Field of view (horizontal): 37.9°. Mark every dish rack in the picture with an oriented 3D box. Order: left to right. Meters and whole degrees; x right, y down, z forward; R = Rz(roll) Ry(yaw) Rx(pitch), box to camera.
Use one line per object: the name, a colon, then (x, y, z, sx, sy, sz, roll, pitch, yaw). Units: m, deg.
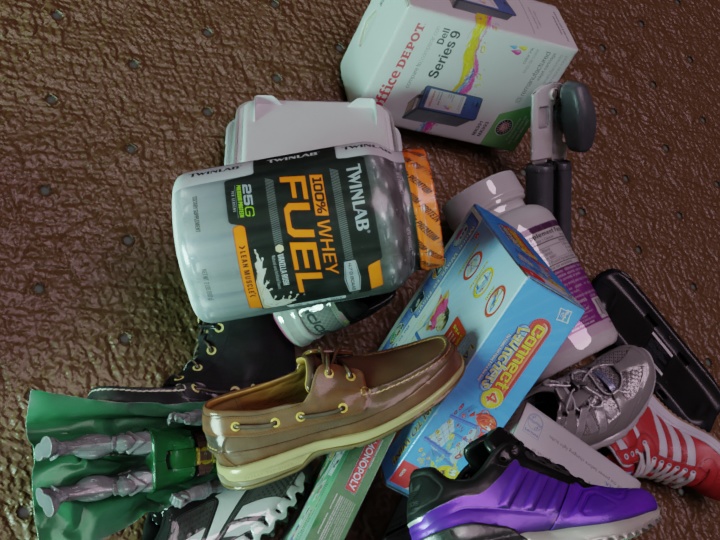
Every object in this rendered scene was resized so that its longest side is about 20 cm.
dish rack: (-0.040, -0.104, 0.961, 0.171, 0.044, 0.200, 1, 41, -6)

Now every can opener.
can opener: (0.207, -0.096, 1.088, 0.053, 0.067, 0.201, -13, 108, -32)

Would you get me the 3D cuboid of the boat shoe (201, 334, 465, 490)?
boat shoe: (-0.021, 0.091, 0.764, 0.200, 0.072, 0.068, -23, 108, -3)

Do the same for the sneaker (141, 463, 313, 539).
sneaker: (-0.122, 0.196, 0.838, 0.200, 0.066, 0.091, -41, 92, -33)

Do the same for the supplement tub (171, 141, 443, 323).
supplement tub: (-0.040, -0.033, 0.828, 0.199, 0.123, 0.123, -11, 70, 0)

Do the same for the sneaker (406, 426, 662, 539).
sneaker: (0.122, 0.157, 0.745, 0.200, 0.070, 0.100, -3, 64, -25)

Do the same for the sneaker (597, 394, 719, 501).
sneaker: (0.294, 0.194, 1.055, 0.200, 0.071, 0.113, 38, 52, 2)

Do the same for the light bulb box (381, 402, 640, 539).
light bulb box: (0.098, 0.244, 0.852, 0.125, 0.198, 0.200, 35, 57, -7)

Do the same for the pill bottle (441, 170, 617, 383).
pill bottle: (0.163, 0.006, 1.047, 0.112, 0.112, 0.200, -21, 78, -33)

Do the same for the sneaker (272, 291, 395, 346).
sneaker: (0.000, 0.000, 0.951, 0.074, 0.087, 0.200, 64, 31, -14)

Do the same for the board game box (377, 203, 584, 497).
board game box: (0.083, 0.065, 0.878, 0.056, 0.200, 0.196, 29, 14, -15)

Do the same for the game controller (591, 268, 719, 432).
game controller: (0.315, 0.088, 1.128, 0.200, 0.042, 0.104, 50, 46, 2)

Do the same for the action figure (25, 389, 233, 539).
action figure: (-0.143, 0.140, 0.783, 0.200, 0.055, 0.119, -2, 91, -39)

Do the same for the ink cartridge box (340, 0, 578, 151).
ink cartridge box: (0.098, -0.218, 1.087, 0.199, 0.145, 0.088, 10, 44, -23)

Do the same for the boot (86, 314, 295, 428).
boot: (-0.133, 0.074, 0.884, 0.199, 0.073, 0.151, 10, 65, -28)

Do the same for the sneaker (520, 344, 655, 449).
sneaker: (0.201, 0.131, 0.985, 0.200, 0.082, 0.075, -35, 53, -15)

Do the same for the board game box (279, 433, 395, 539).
board game box: (-0.043, 0.217, 0.816, 0.029, 0.135, 0.200, 30, 63, -3)
